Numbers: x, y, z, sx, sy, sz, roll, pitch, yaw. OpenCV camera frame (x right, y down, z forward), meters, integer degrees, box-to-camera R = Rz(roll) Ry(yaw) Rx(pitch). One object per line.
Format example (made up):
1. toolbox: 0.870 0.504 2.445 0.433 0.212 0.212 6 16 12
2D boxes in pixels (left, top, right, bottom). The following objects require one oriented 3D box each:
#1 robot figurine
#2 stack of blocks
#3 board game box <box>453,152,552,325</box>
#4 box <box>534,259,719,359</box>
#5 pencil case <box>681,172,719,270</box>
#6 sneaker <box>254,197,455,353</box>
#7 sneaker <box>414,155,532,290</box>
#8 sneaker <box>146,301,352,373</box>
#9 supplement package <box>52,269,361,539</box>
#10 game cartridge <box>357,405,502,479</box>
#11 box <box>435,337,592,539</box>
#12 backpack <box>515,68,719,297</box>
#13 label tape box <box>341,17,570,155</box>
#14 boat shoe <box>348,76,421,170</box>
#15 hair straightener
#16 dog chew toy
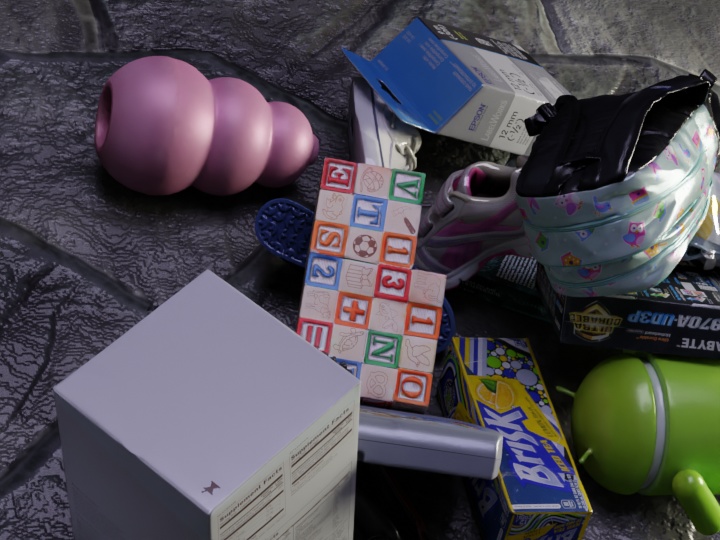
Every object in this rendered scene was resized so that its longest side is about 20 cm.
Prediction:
1. robot figurine: 0.260 0.123 1.669 0.200 0.116 0.176 1 44 -15
2. stack of blocks: 0.010 0.017 1.697 0.115 0.059 0.200 9 70 -3
3. board game box: 0.172 -0.027 1.898 0.135 0.028 0.200 20 39 9
4. box: 0.235 0.024 1.724 0.159 0.046 0.200 7 12 -3
5. pencil case: 0.352 -0.027 1.758 0.200 0.083 0.091 15 29 -18
6. sneaker: 0.000 0.000 1.784 0.200 0.070 0.078 37 7 4
7. sneaker: 0.094 -0.048 1.786 0.200 0.088 0.081 -20 26 27
8. sneaker: -0.095 0.088 1.618 0.200 0.091 0.066 13 -7 32
9. supplement package: -0.104 0.141 1.451 0.152 0.200 0.151 35 56 25
10. game cartridge: 0.036 0.127 1.567 0.133 0.042 0.200 5 -1 -9
11. box: 0.120 0.142 1.647 0.070 0.064 0.200 1 39 -16
12. backpack: 0.204 -0.068 1.641 0.167 0.127 0.200 -15 20 29
13. label tape box: 0.100 -0.179 1.977 0.200 0.066 0.143 13 25 -36
14. boat shoe: 0.025 -0.116 1.937 0.066 0.072 0.200 3 31 -6
15. hair straightener: 0.023 0.224 1.548 0.077 0.041 0.200 -15 51 -23
16. dog chew toy: -0.135 -0.123 1.859 0.200 0.125 0.125 7 38 -19
